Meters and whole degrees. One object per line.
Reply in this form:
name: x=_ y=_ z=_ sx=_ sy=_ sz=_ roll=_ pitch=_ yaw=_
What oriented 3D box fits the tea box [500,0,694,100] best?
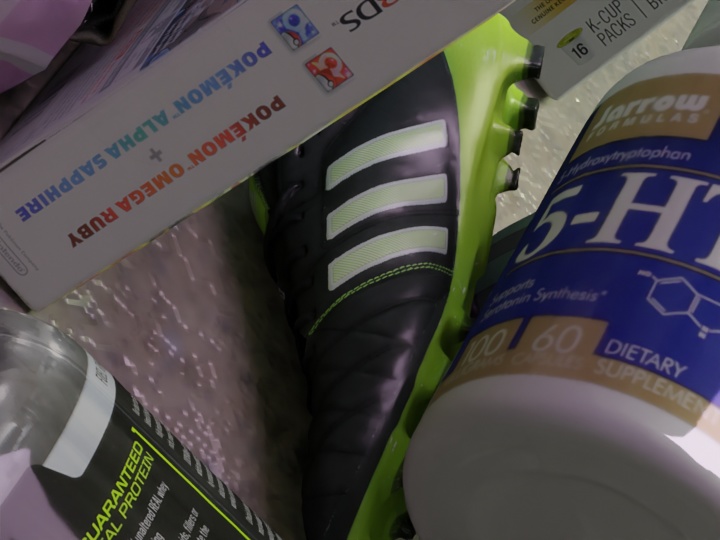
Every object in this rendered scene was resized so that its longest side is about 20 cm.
tea box: x=0.099 y=-0.208 z=1.068 sx=0.197 sy=0.200 sz=0.134 roll=51 pitch=33 yaw=-6

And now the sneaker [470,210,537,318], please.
sneaker: x=0.113 y=0.054 z=0.951 sx=0.200 sy=0.087 sz=0.075 roll=42 pitch=34 yaw=-19

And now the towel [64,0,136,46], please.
towel: x=-0.025 y=-0.173 z=0.861 sx=0.034 sy=0.193 sz=0.200 roll=32 pitch=22 yaw=-7

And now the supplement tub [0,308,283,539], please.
supplement tub: x=-0.067 y=0.094 z=0.649 sx=0.200 sy=0.122 sz=0.123 roll=45 pitch=33 yaw=-15

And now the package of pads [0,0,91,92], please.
package of pads: x=-0.165 y=-0.124 z=0.765 sx=0.199 sy=0.076 sz=0.121 roll=16 pitch=48 yaw=-45

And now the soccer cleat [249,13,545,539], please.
soccer cleat: x=0.000 y=0.000 z=0.885 sx=0.080 sy=0.068 sz=0.201 roll=11 pitch=55 yaw=7

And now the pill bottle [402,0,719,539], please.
pill bottle: x=0.103 y=0.008 z=0.840 sx=0.120 sy=0.119 sz=0.201 roll=43 pitch=53 yaw=-17

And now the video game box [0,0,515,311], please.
video game box: x=-0.008 y=-0.091 z=0.838 sx=0.047 sy=0.182 sz=0.200 roll=48 pitch=33 yaw=-12
